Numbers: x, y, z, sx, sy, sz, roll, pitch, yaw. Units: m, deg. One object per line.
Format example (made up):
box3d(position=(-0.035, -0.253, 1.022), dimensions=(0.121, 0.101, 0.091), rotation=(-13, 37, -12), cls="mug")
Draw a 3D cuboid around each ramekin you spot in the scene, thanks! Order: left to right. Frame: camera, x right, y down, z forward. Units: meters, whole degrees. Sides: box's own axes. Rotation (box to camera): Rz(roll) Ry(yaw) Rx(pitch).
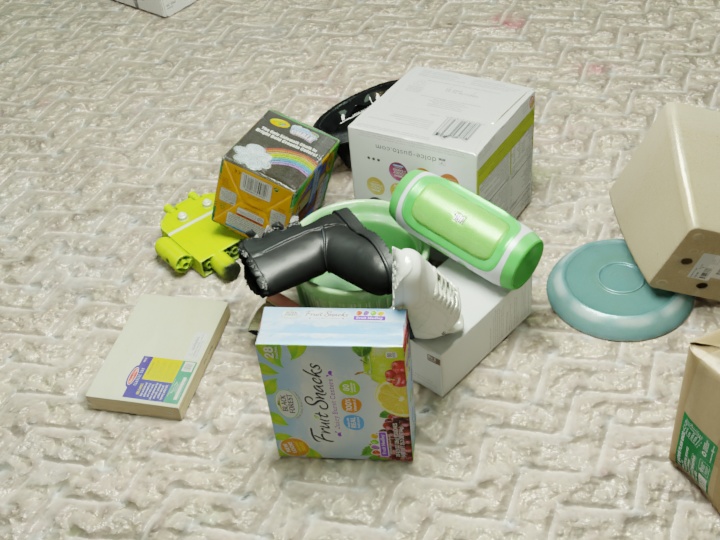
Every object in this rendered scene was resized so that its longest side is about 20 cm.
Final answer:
box3d(position=(0.000, 0.000, 1.468), dimensions=(0.199, 0.098, 0.200), rotation=(-4, 41, 4), cls="ramekin")

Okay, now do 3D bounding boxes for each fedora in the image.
box3d(position=(0.024, -0.225, 1.713), dimensions=(0.200, 0.092, 0.201), rotation=(-21, 27, 11), cls="fedora")

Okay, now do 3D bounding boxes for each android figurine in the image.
box3d(position=(-0.224, -0.060, 1.612), dimensions=(0.182, 0.041, 0.200), rotation=(-30, 48, -24), cls="android figurine")

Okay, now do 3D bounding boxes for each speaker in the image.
box3d(position=(0.136, -0.055, 1.386), dimensions=(0.200, 0.089, 0.088), rotation=(32, 53, 25), cls="speaker")

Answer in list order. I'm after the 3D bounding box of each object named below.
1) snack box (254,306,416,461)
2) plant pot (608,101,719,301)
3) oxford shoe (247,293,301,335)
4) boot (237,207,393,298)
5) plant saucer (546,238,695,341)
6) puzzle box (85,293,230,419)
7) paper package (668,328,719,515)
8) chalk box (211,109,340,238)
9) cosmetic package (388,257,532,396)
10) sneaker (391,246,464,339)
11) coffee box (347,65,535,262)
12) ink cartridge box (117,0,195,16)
box3d(position=(-0.024, 0.134, 1.238), dimensions=(0.168, 0.201, 0.068), rotation=(1, 41, 8), cls="snack box")
box3d(position=(0.462, -0.073, 1.403), dimensions=(0.199, 0.200, 0.178), rotation=(11, 54, -8), cls="plant pot")
box3d(position=(-0.065, 0.104, 1.398), dimensions=(0.200, 0.071, 0.074), rotation=(32, 79, 35), cls="oxford shoe")
box3d(position=(-0.058, -0.007, 1.354), dimensions=(0.162, 0.074, 0.198), rotation=(-20, 35, -17), cls="boot")
box3d(position=(0.356, 0.017, 1.456), dimensions=(0.199, 0.027, 0.201), rotation=(-3, 41, 3), cls="plant saucer")
box3d(position=(-0.268, 0.112, 1.431), dimensions=(0.132, 0.025, 0.200), rotation=(6, 43, 14), cls="puzzle box")
box3d(position=(0.449, 0.144, 1.165), dimensions=(0.190, 0.201, 0.104), rotation=(-19, 43, -15), cls="paper package")
box3d(position=(-0.116, -0.146, 1.587), dimensions=(0.124, 0.124, 0.200), rotation=(26, 42, 9), cls="chalk box")
box3d(position=(0.125, 0.060, 1.397), dimensions=(0.113, 0.081, 0.200), rotation=(29, 53, 34), cls="cosmetic package")
box3d(position=(0.077, 0.026, 1.239), dimensions=(0.080, 0.200, 0.077), rotation=(2, 70, 10), cls="sneaker")
box3d(position=(0.122, -0.152, 1.546), dimensions=(0.199, 0.198, 0.200), rotation=(17, 42, 25), cls="coffee box")
box3d(position=(-0.437, -0.622, 2.251), dimensions=(0.200, 0.083, 0.146), rotation=(24, 49, 31), cls="ink cartridge box")
